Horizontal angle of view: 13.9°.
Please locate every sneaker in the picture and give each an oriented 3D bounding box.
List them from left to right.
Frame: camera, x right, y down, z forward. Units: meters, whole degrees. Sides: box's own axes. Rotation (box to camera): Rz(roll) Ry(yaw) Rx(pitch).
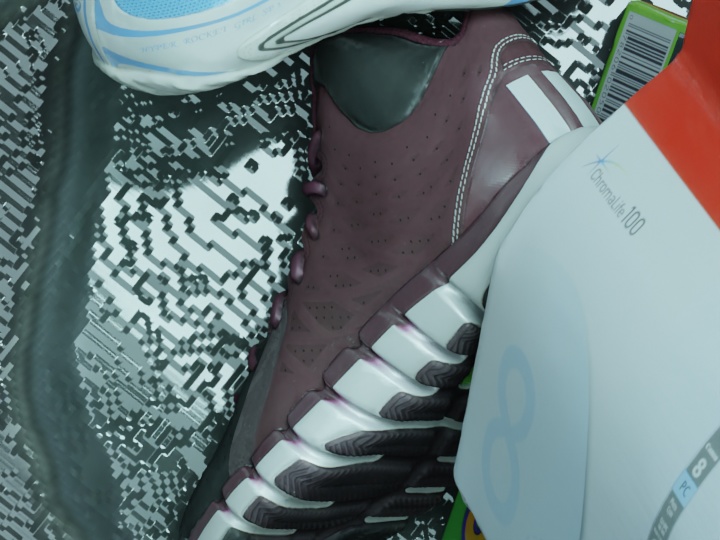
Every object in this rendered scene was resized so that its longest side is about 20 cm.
[{"bbox_3d":[0.000,0.000,0.880,0.200,0.076,0.116,-46,58,27],"label":"sneaker"},{"bbox_3d":[0.013,-0.109,0.825,0.200,0.072,0.073,-22,135,-18],"label":"sneaker"}]

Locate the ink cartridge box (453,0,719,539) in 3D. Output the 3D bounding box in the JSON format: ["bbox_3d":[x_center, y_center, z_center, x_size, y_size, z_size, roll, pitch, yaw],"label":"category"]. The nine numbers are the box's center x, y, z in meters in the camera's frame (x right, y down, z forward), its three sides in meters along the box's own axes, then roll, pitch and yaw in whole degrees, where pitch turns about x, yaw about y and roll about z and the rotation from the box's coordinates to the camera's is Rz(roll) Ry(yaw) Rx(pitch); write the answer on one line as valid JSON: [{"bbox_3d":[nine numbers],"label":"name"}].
[{"bbox_3d":[0.078,0.010,0.718,0.047,0.160,0.200,-1,119,-15],"label":"ink cartridge box"}]

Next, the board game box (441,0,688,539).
[{"bbox_3d":[0.076,0.028,0.856,0.030,0.096,0.200,17,98,-29],"label":"board game box"}]
